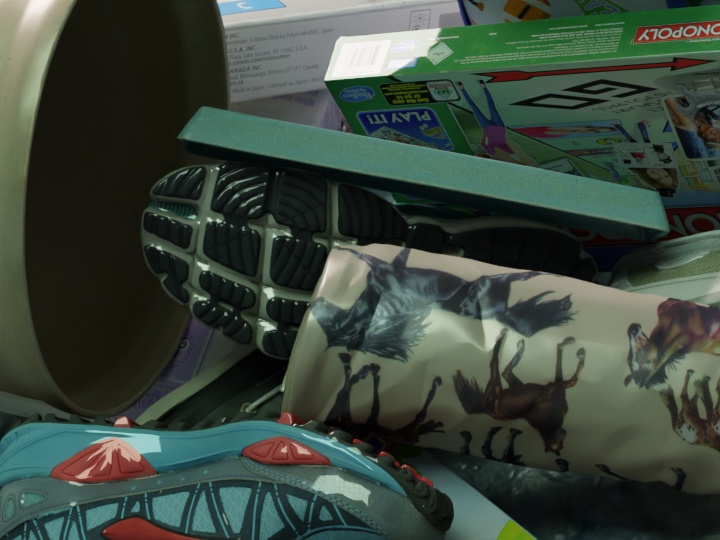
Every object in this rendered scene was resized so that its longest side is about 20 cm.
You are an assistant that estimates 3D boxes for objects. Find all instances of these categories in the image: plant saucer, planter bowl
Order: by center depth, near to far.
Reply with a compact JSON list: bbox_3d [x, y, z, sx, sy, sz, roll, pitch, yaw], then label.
[{"bbox_3d":[0.026,-0.040,1.009,0.200,0.070,0.019,10,87,0],"label":"plant saucer"},{"bbox_3d":[-0.152,-0.048,1.017,0.135,0.200,0.200,9,53,19],"label":"planter bowl"}]

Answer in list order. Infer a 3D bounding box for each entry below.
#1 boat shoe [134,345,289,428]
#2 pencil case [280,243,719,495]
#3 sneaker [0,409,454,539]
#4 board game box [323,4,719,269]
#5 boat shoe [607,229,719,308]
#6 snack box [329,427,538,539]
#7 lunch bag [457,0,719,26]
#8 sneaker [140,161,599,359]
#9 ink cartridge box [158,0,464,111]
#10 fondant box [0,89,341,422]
[{"bbox_3d":[-0.051,0.083,1.033,0.068,0.072,0.200,31,58,35],"label":"boat shoe"},{"bbox_3d":[0.067,0.042,0.949,0.200,0.089,0.078,9,57,5],"label":"pencil case"},{"bbox_3d":[-0.056,0.110,0.929,0.200,0.079,0.096,-3,65,32],"label":"sneaker"},{"bbox_3d":[0.101,-0.052,1.038,0.200,0.135,0.029,-2,50,28],"label":"board game box"},{"bbox_3d":[0.186,0.005,0.984,0.202,0.074,0.065,-13,39,32],"label":"boat shoe"},{"bbox_3d":[-0.020,0.164,0.944,0.200,0.068,0.169,-41,42,-11],"label":"snack box"},{"bbox_3d":[0.147,-0.122,1.058,0.200,0.170,0.124,-22,43,6],"label":"lunch bag"},{"bbox_3d":[0.000,0.000,1.035,0.080,0.200,0.078,-150,73,-69],"label":"sneaker"},{"bbox_3d":[-0.046,-0.139,1.199,0.200,0.045,0.176,-11,31,-33],"label":"ink cartridge box"},{"bbox_3d":[-0.103,-0.020,1.145,0.144,0.058,0.200,11,53,10],"label":"fondant box"}]
